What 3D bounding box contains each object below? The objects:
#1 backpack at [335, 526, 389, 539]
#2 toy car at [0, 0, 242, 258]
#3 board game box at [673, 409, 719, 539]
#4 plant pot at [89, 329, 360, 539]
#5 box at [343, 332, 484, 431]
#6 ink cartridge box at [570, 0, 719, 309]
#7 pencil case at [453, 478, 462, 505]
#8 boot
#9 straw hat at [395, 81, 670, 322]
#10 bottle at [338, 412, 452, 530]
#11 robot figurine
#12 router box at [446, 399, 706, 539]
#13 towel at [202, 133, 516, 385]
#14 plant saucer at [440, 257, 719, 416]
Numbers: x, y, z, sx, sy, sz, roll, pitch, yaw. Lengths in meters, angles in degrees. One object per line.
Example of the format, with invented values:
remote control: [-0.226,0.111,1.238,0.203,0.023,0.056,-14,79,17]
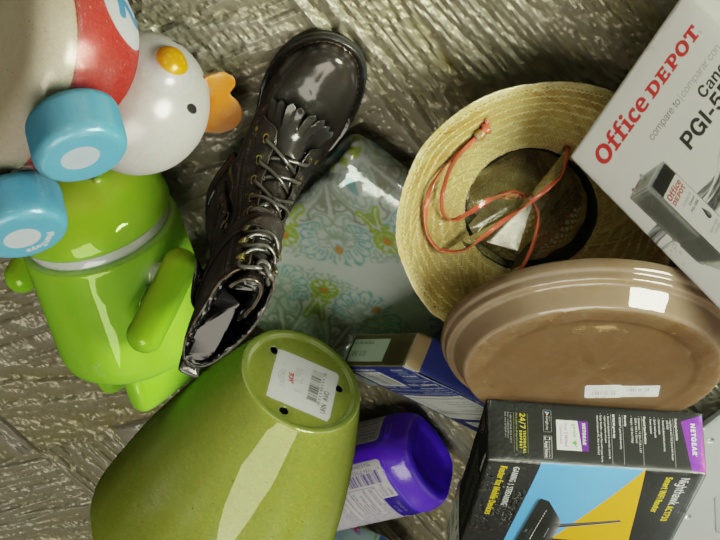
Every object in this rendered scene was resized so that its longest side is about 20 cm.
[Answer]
backpack: [-0.047,0.298,1.909,0.176,0.151,0.201,16,135,-2]
toy car: [-0.158,-0.122,1.466,0.199,0.186,0.177,1,149,-35]
board game box: [0.286,0.167,1.646,0.199,0.026,0.200,26,131,-28]
plant pot: [-0.080,0.141,1.654,0.186,0.188,0.201,22,131,-11]
box: [0.096,0.097,1.612,0.199,0.033,0.121,28,168,-18]
ink cartridge box: [0.246,-0.060,1.362,0.200,0.083,0.147,46,128,18]
pencil case: [0.164,0.169,1.745,0.199,0.083,0.091,-29,102,39]
boot: [-0.057,-0.042,1.473,0.069,0.175,0.201,24,122,-12]
straw hat: [0.107,-0.047,1.502,0.199,0.085,0.203,-5,109,-15]
bottle: [-0.026,0.170,1.810,0.199,0.066,0.084,-17,128,30]
robot figurine: [-0.175,-0.001,1.600,0.175,0.115,0.201,24,140,45]
router box: [0.144,0.159,1.555,0.148,0.051,0.201,4,149,-4]
towel: [0.000,0.000,1.621,0.171,0.048,0.200,33,135,-24]
plant saucer: [0.151,0.053,1.454,0.198,0.030,0.201,0,150,0]
